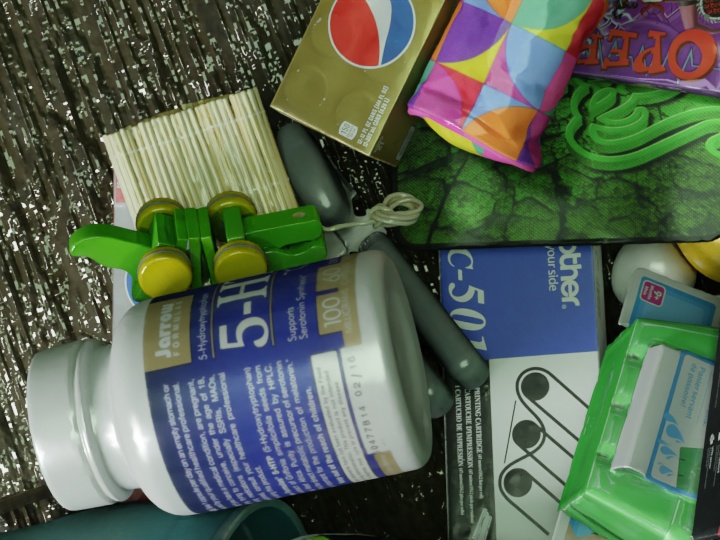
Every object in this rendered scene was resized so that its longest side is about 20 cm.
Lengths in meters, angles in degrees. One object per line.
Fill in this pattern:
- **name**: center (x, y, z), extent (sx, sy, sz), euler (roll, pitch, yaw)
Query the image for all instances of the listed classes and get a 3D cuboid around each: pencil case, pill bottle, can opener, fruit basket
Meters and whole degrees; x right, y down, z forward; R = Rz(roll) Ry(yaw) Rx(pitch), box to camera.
- **pencil case**: center (0.102, -0.154, 1.023), extent (0.088, 0.088, 0.201), euler (28, 95, 5)
- **pill bottle**: center (-0.070, 0.066, 1.016), extent (0.199, 0.120, 0.120), euler (-13, 86, 8)
- **can opener**: center (0.000, 0.000, 1.108), extent (0.053, 0.066, 0.200), euler (-38, 62, 3)
- **fruit basket**: center (0.218, 0.110, 1.026), extent (0.199, 0.094, 0.186), euler (20, 70, 4)

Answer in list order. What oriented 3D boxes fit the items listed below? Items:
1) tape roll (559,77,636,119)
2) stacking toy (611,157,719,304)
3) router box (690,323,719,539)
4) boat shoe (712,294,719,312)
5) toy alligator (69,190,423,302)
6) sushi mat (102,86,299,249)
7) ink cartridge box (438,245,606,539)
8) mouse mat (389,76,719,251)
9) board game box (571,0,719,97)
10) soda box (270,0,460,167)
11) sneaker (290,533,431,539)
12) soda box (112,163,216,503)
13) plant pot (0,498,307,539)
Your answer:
- **tape roll**: center (0.162, -0.184, 1.122), extent (0.199, 0.048, 0.201), euler (-1, 85, 7)
- **stacking toy**: center (0.230, -0.038, 1.100), extent (0.200, 0.146, 0.146), euler (-35, 85, 17)
- **router box**: center (0.263, 0.062, 0.986), extent (0.149, 0.062, 0.201), euler (16, 71, -16)
- **boat shoe**: center (0.267, 0.039, 1.105), extent (0.199, 0.062, 0.072), euler (-1, 117, 9)
- **toy alligator**: center (-0.063, -0.008, 1.069), extent (0.199, 0.059, 0.054), euler (-5, 128, -7)
- **sushi mat**: center (-0.072, -0.002, 1.099), extent (0.095, 0.012, 0.201), euler (-20, 89, -8)
- **ink cartridge box**: center (0.097, 0.065, 1.105), extent (0.094, 0.044, 0.201), euler (-6, 73, 14)
- **mouse mat**: center (0.112, -0.094, 1.089), extent (0.199, 0.008, 0.162), euler (-2, 86, 15)
- **board game box**: center (0.119, -0.171, 1.076), extent (0.199, 0.032, 0.121), euler (9, 92, 16)
- **soda box**: center (0.028, -0.163, 1.053), extent (0.068, 0.064, 0.201), euler (27, 94, 16)
- **sneaker**: center (0.036, 0.169, 1.022), extent (0.199, 0.083, 0.072), euler (2, 67, -17)
- **soda box**: center (-0.113, 0.038, 1.136), extent (0.063, 0.070, 0.201), euler (0, 87, 2)
- **plant pot**: center (-0.144, 0.222, 1.078), extent (0.187, 0.200, 0.201), euler (2, 87, 20)
